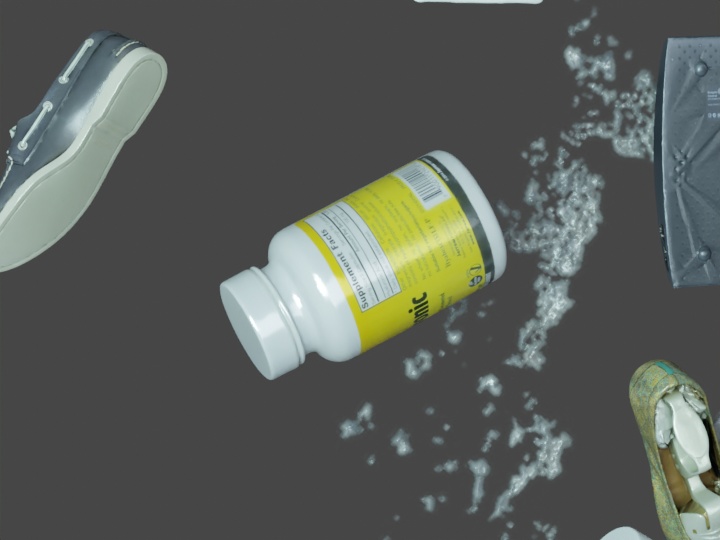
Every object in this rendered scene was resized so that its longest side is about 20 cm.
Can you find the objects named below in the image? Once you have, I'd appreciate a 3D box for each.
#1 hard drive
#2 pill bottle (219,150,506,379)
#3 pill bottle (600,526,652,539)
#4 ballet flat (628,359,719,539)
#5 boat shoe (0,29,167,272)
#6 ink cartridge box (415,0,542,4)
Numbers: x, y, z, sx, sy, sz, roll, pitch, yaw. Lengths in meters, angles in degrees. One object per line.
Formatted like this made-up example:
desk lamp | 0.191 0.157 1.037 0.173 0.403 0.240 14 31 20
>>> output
hard drive | 0.299 -0.090 1.574 0.135 0.042 0.201 -4 95 -17
pill bottle | 0.000 0.000 1.452 0.200 0.111 0.112 -27 101 -13
pill bottle | 0.272 0.291 1.557 0.200 0.112 0.112 33 84 -17
ballet flat | 0.271 0.169 1.572 0.071 0.071 0.200 -22 100 -15
boat shoe | -0.223 -0.089 1.414 0.063 0.073 0.200 36 88 27
ink cartridge box | 0.079 -0.302 1.477 0.116 0.067 0.201 -1 93 -17
